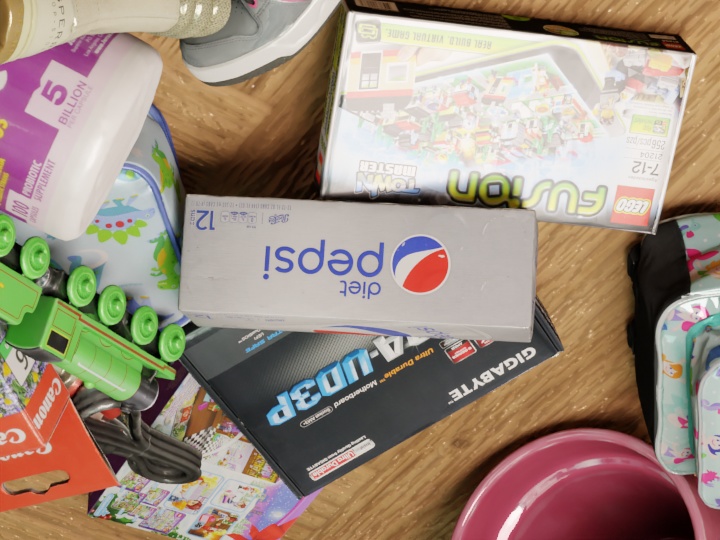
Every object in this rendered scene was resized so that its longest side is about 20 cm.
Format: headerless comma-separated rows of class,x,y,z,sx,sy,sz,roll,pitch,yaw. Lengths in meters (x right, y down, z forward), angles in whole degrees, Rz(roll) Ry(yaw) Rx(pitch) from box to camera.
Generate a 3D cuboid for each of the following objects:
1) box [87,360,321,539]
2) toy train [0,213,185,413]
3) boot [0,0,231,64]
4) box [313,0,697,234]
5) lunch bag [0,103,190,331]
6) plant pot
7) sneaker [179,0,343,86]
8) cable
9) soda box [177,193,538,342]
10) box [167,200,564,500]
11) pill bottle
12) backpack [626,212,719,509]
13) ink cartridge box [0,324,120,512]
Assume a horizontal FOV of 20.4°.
box,-0.084,0.114,1.348,0.136,0.039,0.200,19,132,-22
toy train,-0.163,0.026,1.095,0.041,0.057,0.200,6,161,33
boot,-0.170,-0.174,0.979,0.154,0.200,0.072,-13,139,-45
box,0.080,-0.086,1.121,0.198,0.035,0.111,5,112,-10
lunch bag,-0.197,-0.018,1.167,0.198,0.083,0.162,-10,136,6
plant pot,0.185,0.227,1.394,0.199,0.202,0.179,-28,148,24
sneaker,-0.043,-0.182,1.000,0.199,0.084,0.120,-37,133,20
cable,-0.149,0.089,1.237,0.096,0.051,0.199,-17,158,28
soda box,0.000,0.000,1.125,0.198,0.069,0.063,2,171,6
box,0.002,0.035,1.231,0.199,0.046,0.159,-30,126,10
pill bottle,-0.211,-0.106,1.025,0.199,0.113,0.113,26,133,-1
backpack,0.276,0.049,1.235,0.198,0.151,0.178,-9,136,-1
ink cartridge box,-0.230,0.071,1.129,0.108,0.051,0.201,-14,120,22
